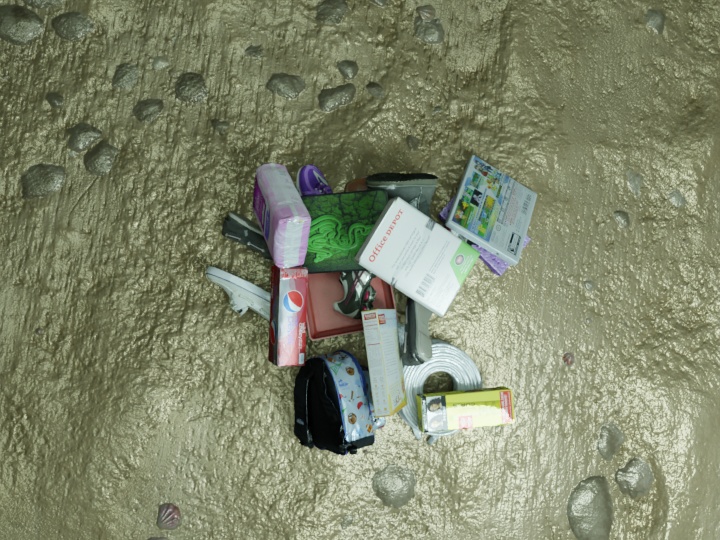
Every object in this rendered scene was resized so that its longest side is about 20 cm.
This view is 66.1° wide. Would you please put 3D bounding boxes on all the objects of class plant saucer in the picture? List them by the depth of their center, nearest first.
[{"bbox_3d":[-0.031,0.038,1.216,0.195,0.037,0.204,-10,80,-5],"label":"plant saucer"}]

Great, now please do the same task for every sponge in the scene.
[{"bbox_3d":[0.282,-0.097,1.262,0.200,0.030,0.112,44,84,0],"label":"sponge"}]

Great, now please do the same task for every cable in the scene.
[{"bbox_3d":[0.165,0.255,1.203,0.199,0.069,0.201,-37,91,-6],"label":"cable"}]

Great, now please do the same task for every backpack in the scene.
[{"bbox_3d":[-0.044,0.262,1.133,0.152,0.199,0.194,-15,90,-37],"label":"backpack"}]

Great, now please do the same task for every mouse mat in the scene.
[{"bbox_3d":[-0.034,-0.078,1.134,0.196,0.008,0.165,-3,97,14],"label":"mouse mat"}]

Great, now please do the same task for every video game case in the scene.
[{"bbox_3d":[0.293,-0.136,1.227,0.180,0.022,0.202,29,62,-7],"label":"video game case"}]

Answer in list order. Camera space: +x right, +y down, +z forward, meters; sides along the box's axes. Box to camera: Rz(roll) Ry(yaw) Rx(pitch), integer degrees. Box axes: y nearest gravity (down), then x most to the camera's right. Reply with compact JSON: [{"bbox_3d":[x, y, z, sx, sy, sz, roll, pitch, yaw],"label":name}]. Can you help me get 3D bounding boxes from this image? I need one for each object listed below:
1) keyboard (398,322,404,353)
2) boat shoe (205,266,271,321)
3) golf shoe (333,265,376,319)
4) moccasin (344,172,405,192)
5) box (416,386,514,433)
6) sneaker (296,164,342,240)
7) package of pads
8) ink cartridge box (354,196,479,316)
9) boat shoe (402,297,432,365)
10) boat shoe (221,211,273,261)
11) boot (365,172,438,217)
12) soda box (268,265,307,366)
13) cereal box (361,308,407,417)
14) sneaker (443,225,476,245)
[{"bbox_3d":[0.057,0.134,1.236,0.198,0.011,0.057,29,84,-2],"label":"keyboard"},{"bbox_3d":[-0.249,0.061,1.190,0.198,0.071,0.071,29,81,-9],"label":"boat shoe"},{"bbox_3d":[0.000,0.000,1.170,0.086,0.077,0.204,11,79,4],"label":"golf shoe"},{"bbox_3d":[0.063,-0.180,1.226,0.197,0.078,0.075,2,86,-4],"label":"moccasin"},{"bbox_3d":[0.216,0.288,1.148,0.196,0.050,0.077,-2,86,-8],"label":"box"},{"bbox_3d":[-0.075,-0.147,1.196,0.079,0.084,0.203,-16,73,-25],"label":"sneaker"},{"bbox_3d":[-0.164,-0.115,1.131,0.074,0.122,0.201,-5,43,-24],"label":"package of pads"},{"bbox_3d":[0.107,-0.028,1.080,0.198,0.084,0.147,32,91,-9],"label":"ink cartridge box"},{"bbox_3d":[0.115,0.111,1.180,0.056,0.202,0.067,-27,128,31],"label":"boat shoe"},{"bbox_3d":[-0.214,-0.057,1.198,0.198,0.067,0.058,32,102,11],"label":"boat shoe"},{"bbox_3d":[0.086,-0.102,1.184,0.178,0.073,0.204,-1,116,-19],"label":"boot"},{"bbox_3d":[-0.150,0.092,1.146,0.062,0.070,0.205,2,92,-25],"label":"soda box"},{"bbox_3d":[0.050,0.179,1.110,0.039,0.144,0.204,-10,82,17],"label":"cereal box"},{"bbox_3d":[0.196,-0.013,1.191,0.087,0.074,0.202,31,65,-11],"label":"sneaker"}]
